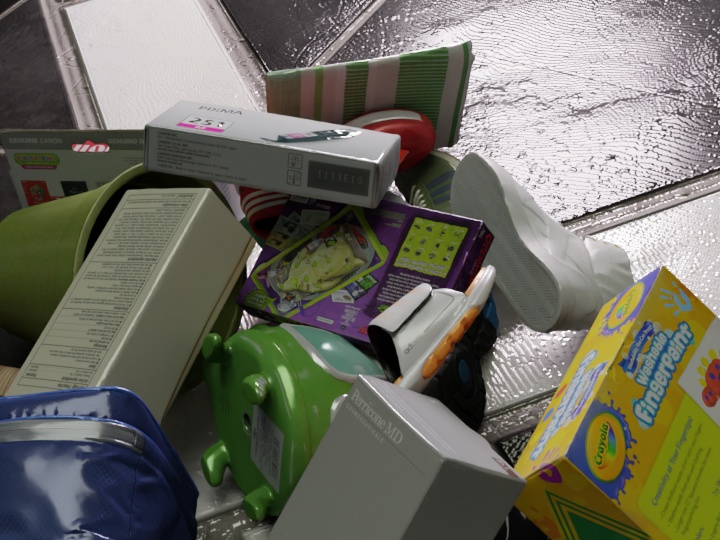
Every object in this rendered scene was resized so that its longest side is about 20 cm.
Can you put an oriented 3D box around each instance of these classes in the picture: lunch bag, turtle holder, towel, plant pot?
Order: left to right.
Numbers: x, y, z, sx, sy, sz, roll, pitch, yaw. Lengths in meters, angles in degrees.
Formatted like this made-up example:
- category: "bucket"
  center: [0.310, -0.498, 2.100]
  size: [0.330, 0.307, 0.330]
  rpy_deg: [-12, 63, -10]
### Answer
- category: "lunch bag"
  center: [-0.188, 0.170, 0.897]
  size: [0.134, 0.201, 0.133]
  rpy_deg: [-3, 54, 8]
- category: "plant pot"
  center: [-0.235, 0.006, 1.160]
  size: [0.189, 0.201, 0.200]
  rpy_deg: [1, 35, 39]
- category: "turtle holder"
  center: [-0.053, 0.110, 1.005]
  size: [0.130, 0.143, 0.185]
  rpy_deg: [-8, -1, -28]
- category: "towel"
  center: [0.006, -0.155, 1.244]
  size: [0.198, 0.153, 0.024]
  rpy_deg: [-10, 60, -10]

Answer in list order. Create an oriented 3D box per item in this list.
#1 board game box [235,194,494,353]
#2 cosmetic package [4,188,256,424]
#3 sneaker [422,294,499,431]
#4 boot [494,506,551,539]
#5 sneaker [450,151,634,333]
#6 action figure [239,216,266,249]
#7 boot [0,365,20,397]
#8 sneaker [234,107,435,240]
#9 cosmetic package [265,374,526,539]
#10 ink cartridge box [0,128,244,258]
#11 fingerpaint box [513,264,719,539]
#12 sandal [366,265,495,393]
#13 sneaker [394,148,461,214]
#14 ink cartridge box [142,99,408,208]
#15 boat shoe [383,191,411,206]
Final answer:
- category: "board game box"
  center: [0.000, 0.000, 1.049]
  size: [0.199, 0.032, 0.121]
  rpy_deg: [15, 67, 38]
- category: "cosmetic package"
  center: [-0.174, 0.035, 1.006]
  size: [0.103, 0.073, 0.201]
  rpy_deg: [2, 56, 40]
- category: "sneaker"
  center: [0.059, 0.081, 1.062]
  size: [0.081, 0.074, 0.200]
  rpy_deg: [-12, 26, 23]
- category: "boot"
  center: [0.098, 0.151, 0.934]
  size: [0.161, 0.074, 0.199]
  rpy_deg: [5, 46, 15]
- category: "sneaker"
  center: [0.160, -0.020, 1.128]
  size: [0.115, 0.074, 0.201]
  rpy_deg: [5, 42, -34]
- category: "action figure"
  center: [-0.035, -0.003, 1.203]
  size: [0.117, 0.055, 0.200]
  rpy_deg: [-16, 32, -9]
- category: "boot"
  center: [-0.364, 0.141, 1.078]
  size: [0.153, 0.077, 0.201]
  rpy_deg: [0, 34, 12]
- category: "sneaker"
  center: [-0.015, -0.074, 1.211]
  size: [0.198, 0.079, 0.116]
  rpy_deg: [-20, 42, 3]
- category: "cosmetic package"
  center: [0.005, 0.181, 0.824]
  size: [0.090, 0.202, 0.107]
  rpy_deg: [18, 12, -40]
- category: "ink cartridge box"
  center: [-0.225, -0.079, 1.256]
  size: [0.198, 0.177, 0.084]
  rpy_deg: [3, 37, 18]
- category: "fingerpaint box"
  center: [0.207, 0.124, 0.870]
  size: [0.167, 0.073, 0.200]
  rpy_deg: [42, 48, -5]
- category: "sandal"
  center: [0.023, 0.063, 0.913]
  size: [0.059, 0.079, 0.207]
  rpy_deg: [36, 68, 7]
- category: "sneaker"
  center: [0.076, -0.052, 1.225]
  size: [0.089, 0.068, 0.200]
  rpy_deg: [-26, 41, -28]
- category: "ink cartridge box"
  center: [-0.063, -0.112, 1.114]
  size: [0.198, 0.044, 0.174]
  rpy_deg: [10, 23, 9]
- category: "boat shoe"
  center: [0.029, -0.013, 1.132]
  size: [0.065, 0.072, 0.200]
  rpy_deg: [-29, 25, -8]
